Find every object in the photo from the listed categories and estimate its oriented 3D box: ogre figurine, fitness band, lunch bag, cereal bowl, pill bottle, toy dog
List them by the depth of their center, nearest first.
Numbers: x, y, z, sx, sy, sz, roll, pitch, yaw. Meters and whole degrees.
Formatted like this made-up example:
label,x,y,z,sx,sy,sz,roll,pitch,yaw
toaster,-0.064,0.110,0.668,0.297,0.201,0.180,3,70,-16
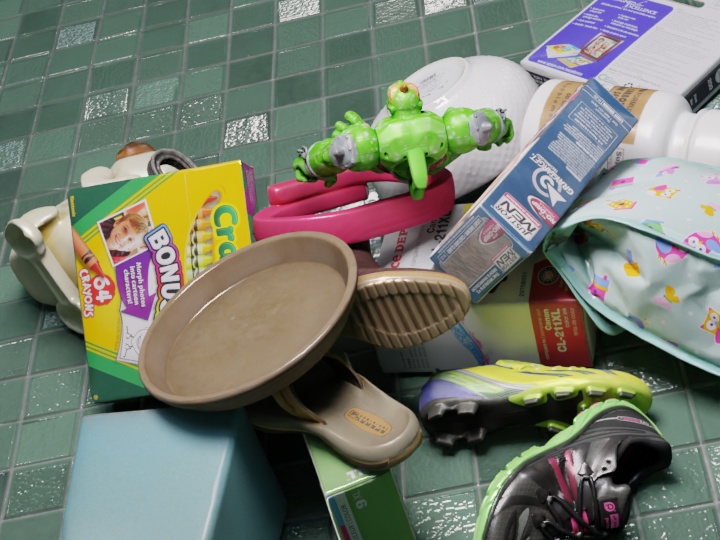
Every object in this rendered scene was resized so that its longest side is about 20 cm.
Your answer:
label,x,y,z,sx,sy,sz,roll,pitch,yaw
lunch bag,0.269,-0.018,1.280,0.198,0.123,0.170,22,36,22
ogre figurine,0.044,-0.112,1.336,0.197,0.100,0.120,9,-1,-5
fitness band,-0.006,-0.060,1.390,0.198,0.038,0.143,-18,22,-30
pill bottle,0.263,-0.117,1.443,0.198,0.115,0.115,11,46,30
cereal bowl,0.086,-0.155,1.538,0.198,0.084,0.201,-26,28,15
toy dog,-0.253,-0.040,1.556,0.200,0.140,0.194,-40,7,-23

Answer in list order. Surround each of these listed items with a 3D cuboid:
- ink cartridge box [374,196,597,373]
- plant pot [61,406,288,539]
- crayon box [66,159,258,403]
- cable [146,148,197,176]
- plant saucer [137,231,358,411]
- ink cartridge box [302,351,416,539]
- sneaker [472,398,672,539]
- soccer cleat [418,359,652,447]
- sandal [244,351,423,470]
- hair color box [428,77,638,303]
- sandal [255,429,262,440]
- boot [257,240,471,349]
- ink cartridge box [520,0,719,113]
label,x,y,z,sx,sy,sz,roll,pitch,yaw
ink cartridge box,0.115,0.013,1.371,0.197,0.083,0.147,-3,41,17
plant pot,-0.151,0.231,1.179,0.139,0.142,0.202,-7,44,13
crayon box,-0.174,0.012,1.406,0.170,0.203,0.058,-9,-5,11
cable,-0.126,-0.048,1.489,0.097,0.201,0.050,-30,-5,-30
plant saucer,-0.087,0.043,1.217,0.198,0.030,0.201,-21,33,14
ink cartridge box,-0.001,0.172,1.212,0.059,0.105,0.201,-20,39,-3
sneaker,0.164,0.176,1.169,0.199,0.077,0.083,-39,42,-21
soccer cleat,0.146,0.100,1.274,0.197,0.065,0.084,-6,38,14
sandal,-0.037,0.095,1.188,0.198,0.054,0.080,20,52,37
hair color box,0.150,-0.071,1.300,0.060,0.100,0.200,42,54,0
sandal,-0.120,0.153,1.321,0.198,0.046,0.075,-18,13,-23
boot,0.000,0.000,1.311,0.197,0.073,0.167,-9,30,11
ink cartridge box,0.309,-0.239,1.624,0.200,0.044,0.197,-42,45,-24
